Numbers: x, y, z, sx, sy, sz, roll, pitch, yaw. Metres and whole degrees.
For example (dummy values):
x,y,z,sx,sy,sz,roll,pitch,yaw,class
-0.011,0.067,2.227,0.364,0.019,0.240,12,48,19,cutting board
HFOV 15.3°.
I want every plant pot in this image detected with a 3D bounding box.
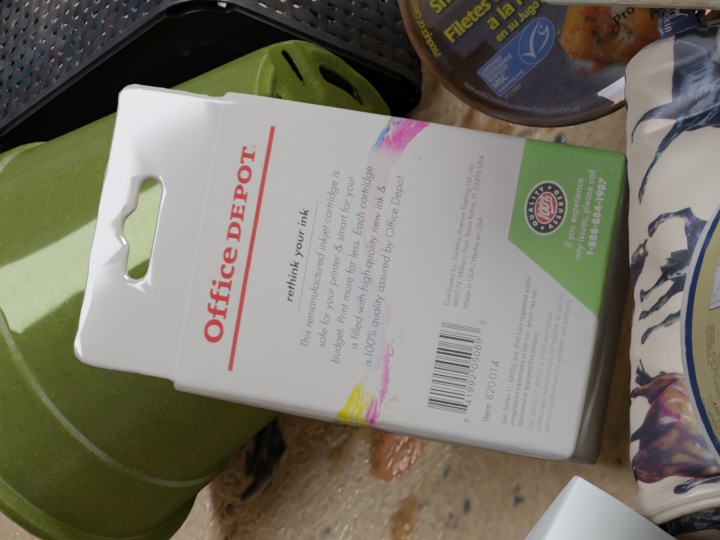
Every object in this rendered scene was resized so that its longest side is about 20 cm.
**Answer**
x,y,z,sx,sy,sz,roll,pitch,yaw,class
-0.072,-0.004,1.168,0.189,0.200,0.201,-31,48,29,plant pot

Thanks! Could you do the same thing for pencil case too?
x,y,z,sx,sy,sz,roll,pitch,yaw,class
0.133,0.006,0.931,0.090,0.077,0.201,128,148,-59,pencil case

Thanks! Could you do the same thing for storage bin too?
x,y,z,sx,sy,sz,roll,pitch,yaw,class
-0.074,-0.106,1.244,0.200,0.135,0.094,-29,50,46,storage bin

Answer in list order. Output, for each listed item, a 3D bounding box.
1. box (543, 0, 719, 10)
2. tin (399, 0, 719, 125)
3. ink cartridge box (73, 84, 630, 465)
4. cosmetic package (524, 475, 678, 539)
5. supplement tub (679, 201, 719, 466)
x,y,z,sx,sy,sz,roll,pitch,yaw,class
0.113,-0.192,0.908,0.094,0.078,0.202,2,103,18,box
0.101,-0.142,0.998,0.200,0.112,0.042,-41,13,20,tin
0.000,0.000,1.026,0.198,0.067,0.118,10,88,14,ink cartridge box
0.027,0.180,0.908,0.151,0.051,0.200,-59,-1,-39,cosmetic package
0.177,0.012,0.740,0.200,0.143,0.146,138,147,-81,supplement tub
